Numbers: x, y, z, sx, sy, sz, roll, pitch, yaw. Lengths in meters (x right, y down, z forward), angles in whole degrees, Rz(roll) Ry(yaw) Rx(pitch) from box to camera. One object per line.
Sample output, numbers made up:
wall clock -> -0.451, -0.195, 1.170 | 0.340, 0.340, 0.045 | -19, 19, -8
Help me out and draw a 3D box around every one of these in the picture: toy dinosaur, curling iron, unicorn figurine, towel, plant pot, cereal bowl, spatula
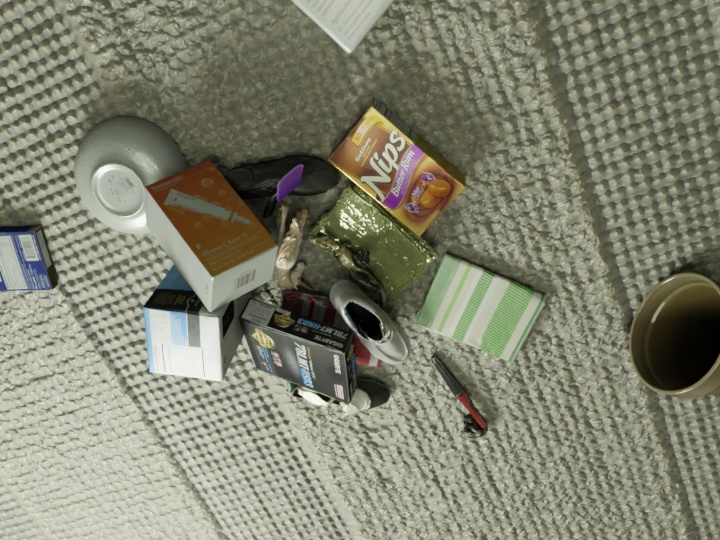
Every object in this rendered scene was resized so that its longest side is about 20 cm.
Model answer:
toy dinosaur -> 0.000, 0.000, 1.199 | 0.048, 0.088, 0.200 | -48, 113, -11
curling iron -> 0.184, 0.243, 1.363 | 0.049, 0.026, 0.202 | -26, 111, 15
unicorn figurine -> -0.121, -0.035, 1.213 | 0.073, 0.200, 0.140 | 8, 91, 8
towel -> 0.212, 0.069, 1.276 | 0.197, 0.023, 0.154 | 22, 117, -3
towel -> -0.051, 0.112, 1.315 | 0.196, 0.023, 0.146 | 11, 130, 1
plant pot -> 0.577, 0.123, 1.177 | 0.171, 0.201, 0.202 | 18, 119, -20
towel -> 0.020, -0.044, 1.224 | 0.199, 0.037, 0.148 | 38, 126, -12
cereal bowl -> -0.391, -0.148, 1.206 | 0.196, 0.084, 0.203 | 3, 117, 7
spatula -> -0.129, -0.118, 1.144 | 0.021, 0.057, 0.200 | 47, 157, -5

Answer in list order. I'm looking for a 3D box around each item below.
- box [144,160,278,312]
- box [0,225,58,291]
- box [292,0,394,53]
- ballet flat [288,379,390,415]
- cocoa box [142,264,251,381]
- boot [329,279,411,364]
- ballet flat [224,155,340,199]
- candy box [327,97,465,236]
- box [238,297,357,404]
box -> -0.240, -0.058, 1.146 | 0.200, 0.123, 0.098 | 49, 147, 20
box -> -0.672, -0.020, 1.334 | 0.196, 0.033, 0.123 | -2, 116, 6
box -> -0.005, -0.436, 0.945 | 0.171, 0.201, 0.199 | 38, 116, -15
ballet flat -> -0.043, 0.239, 1.366 | 0.196, 0.069, 0.069 | 11, 124, 2
cocoa box -> -0.274, 0.073, 1.236 | 0.129, 0.201, 0.135 | 6, 119, 4
boot -> 0.024, 0.105, 1.215 | 0.074, 0.096, 0.200 | -43, 113, 5
ballet flat -> -0.130, -0.155, 1.198 | 0.196, 0.057, 0.068 | -2, 90, 3
candy box -> 0.059, -0.164, 1.157 | 0.199, 0.057, 0.117 | 38, 116, -11
box -> -0.104, 0.145, 1.266 | 0.196, 0.050, 0.201 | 19, 149, 14
